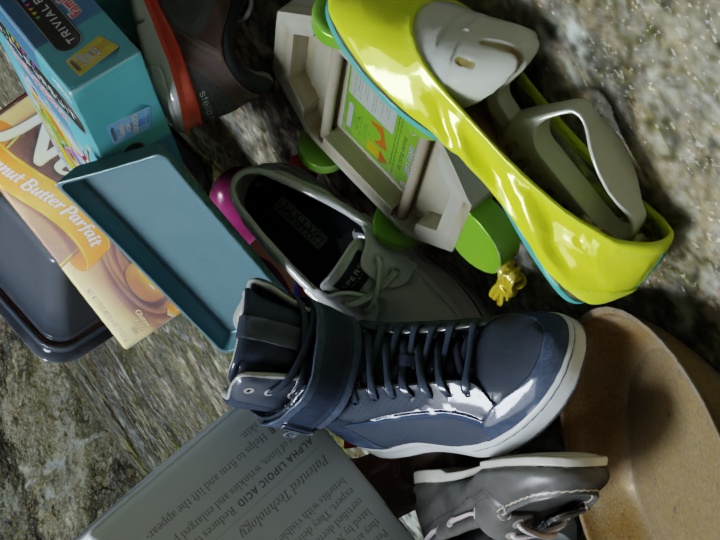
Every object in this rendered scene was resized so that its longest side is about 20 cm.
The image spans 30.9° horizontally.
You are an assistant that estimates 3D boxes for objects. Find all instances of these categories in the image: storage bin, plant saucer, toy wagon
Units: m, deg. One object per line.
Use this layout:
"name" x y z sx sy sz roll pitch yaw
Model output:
"storage bin" -0.214 -0.031 1.113 0.146 0.200 0.134 46 152 17
"plant saucer" 0.160 0.113 0.664 0.200 0.035 0.200 168 90 -76
"toy wagon" 0.025 -0.065 0.726 0.200 0.040 0.155 46 161 12
"plant saucer" -0.099 -0.010 0.790 0.200 0.070 0.019 54 -151 -49

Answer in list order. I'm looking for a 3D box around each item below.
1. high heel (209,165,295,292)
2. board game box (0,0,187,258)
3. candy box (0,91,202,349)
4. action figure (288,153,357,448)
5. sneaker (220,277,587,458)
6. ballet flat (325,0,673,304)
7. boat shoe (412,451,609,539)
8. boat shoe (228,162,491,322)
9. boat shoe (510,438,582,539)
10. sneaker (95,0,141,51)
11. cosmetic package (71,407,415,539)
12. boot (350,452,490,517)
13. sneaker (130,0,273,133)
"high heel" -0.044 0.002 0.959 0.096 0.067 0.200 49 179 35
"board game box" -0.165 -0.097 0.807 0.151 0.047 0.200 48 164 31
"candy box" -0.189 -0.054 0.987 0.200 0.115 0.055 55 -173 -15
"action figure" -0.018 0.020 0.898 0.099 0.065 0.200 0 -99 -65
"sneaker" 0.011 0.049 0.716 0.146 0.077 0.202 27 148 -30
"ballet flat" 0.069 -0.072 0.596 0.200 0.067 0.067 49 140 -4
"boat shoe" 0.084 0.136 0.736 0.200 0.067 0.057 147 122 -68
"boat shoe" 0.000 0.000 0.810 0.200 0.072 0.066 43 -170 10
"boat shoe" 0.124 0.166 0.888 0.071 0.064 0.200 14 159 9
"sneaker" -0.159 -0.163 0.904 0.200 0.084 0.121 18 134 56
"cosmetic package" -0.074 0.210 0.828 0.200 0.165 0.165 51 144 0
"boot" 0.024 0.138 0.892 0.064 0.186 0.200 59 165 10
"sneaker" -0.100 -0.185 0.760 0.077 0.082 0.200 -130 25 -83
